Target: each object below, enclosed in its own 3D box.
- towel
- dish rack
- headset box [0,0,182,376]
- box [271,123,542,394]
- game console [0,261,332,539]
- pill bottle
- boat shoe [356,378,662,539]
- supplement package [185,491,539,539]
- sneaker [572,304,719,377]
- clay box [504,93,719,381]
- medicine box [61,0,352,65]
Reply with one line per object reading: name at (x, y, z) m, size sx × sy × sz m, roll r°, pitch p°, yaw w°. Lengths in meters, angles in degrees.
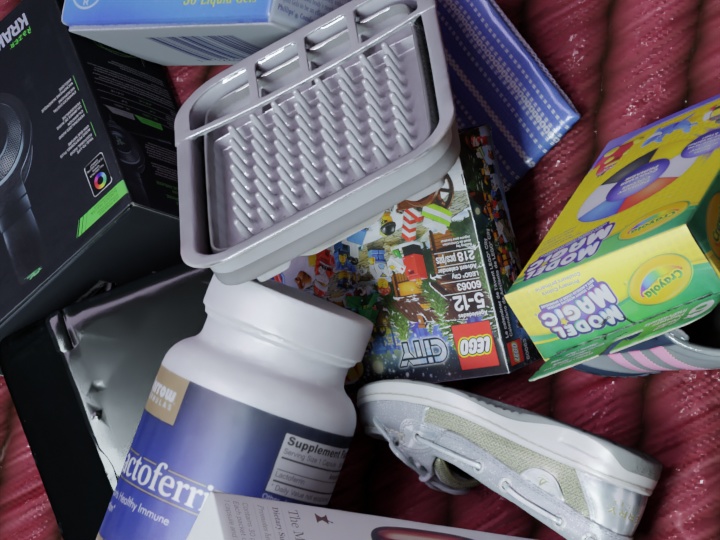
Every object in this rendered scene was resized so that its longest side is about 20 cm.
towel at (0.017, -0.078, 1.712) m, size 0.200 × 0.024 × 0.145 m, roll -44°, pitch 73°, yaw 23°
dish rack at (-0.020, -0.072, 1.629) m, size 0.171 × 0.044 × 0.200 m, roll -27°, pitch 30°, yaw 12°
headset box at (-0.194, -0.047, 1.865) m, size 0.174 × 0.093 × 0.200 m, roll -39°, pitch 56°, yaw 26°
box at (0.000, 0.000, 1.684) m, size 0.200 × 0.038 × 0.137 m, roll -10°, pitch 96°, yaw 38°
game console at (-0.116, 0.108, 1.755) m, size 0.176 × 0.116 × 0.200 m, roll -21°, pitch 89°, yaw 4°
pill bottle at (-0.070, 0.106, 1.635) m, size 0.116 × 0.116 × 0.200 m, roll 21°, pitch 92°, yaw 42°
boat shoe at (0.072, 0.105, 1.604) m, size 0.202 × 0.074 × 0.065 m, roll 15°, pitch 85°, yaw 39°
supplement package at (0.004, 0.202, 1.522) m, size 0.110 × 0.200 × 0.114 m, roll -62°, pitch 30°, yaw 35°
sneaker at (0.160, 0.018, 1.547) m, size 0.200 × 0.082 × 0.070 m, roll -4°, pitch 77°, yaw 40°
clay box at (0.152, -0.023, 1.508) m, size 0.115 × 0.200 × 0.048 m, roll -23°, pitch 107°, yaw 34°
medicine box at (-0.072, -0.233, 1.809) m, size 0.182 × 0.103 × 0.200 m, roll 2°, pitch 80°, yaw 41°
